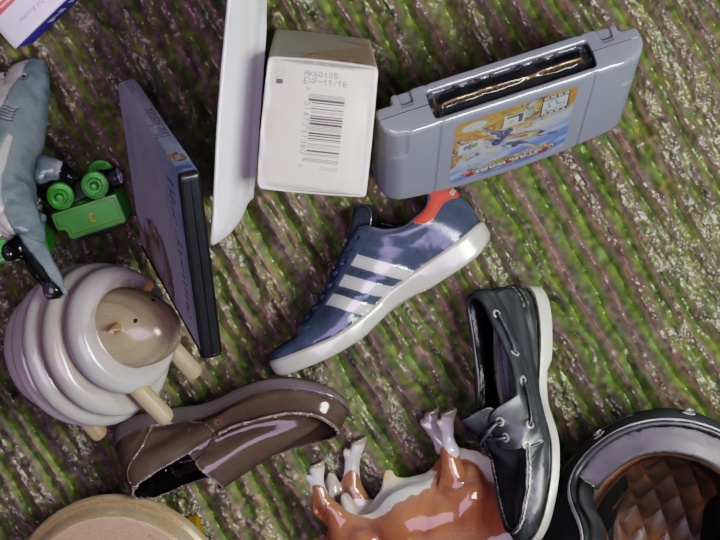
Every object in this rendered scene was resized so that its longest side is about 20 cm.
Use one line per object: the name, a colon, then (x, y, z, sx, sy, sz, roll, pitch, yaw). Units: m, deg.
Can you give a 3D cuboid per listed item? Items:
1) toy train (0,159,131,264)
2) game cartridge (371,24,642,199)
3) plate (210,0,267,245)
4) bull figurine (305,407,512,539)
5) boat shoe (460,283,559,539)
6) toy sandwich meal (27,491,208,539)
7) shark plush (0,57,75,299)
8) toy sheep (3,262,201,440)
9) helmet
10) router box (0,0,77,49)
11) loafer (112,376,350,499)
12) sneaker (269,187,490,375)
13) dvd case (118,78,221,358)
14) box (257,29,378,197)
toy train: (-0.275, -0.034, 1.513, 0.198, 0.042, 0.057, -17, 109, 10)
game cartridge: (0.105, -0.112, 1.396, 0.198, 0.133, 0.042, -19, 67, -7)
plate: (-0.088, -0.134, 1.391, 0.032, 0.200, 0.202, 3, 102, -4)
bull figurine: (0.055, 0.177, 1.503, 0.198, 0.065, 0.123, -22, 94, 8)
boat shoe: (0.107, 0.105, 1.437, 0.065, 0.074, 0.202, 9, 74, -24)
toy sandwich meal: (-0.190, 0.275, 1.552, 0.203, 0.070, 0.208, 1, 98, 5)
shark plush: (-0.256, -0.074, 1.444, 0.082, 0.201, 0.091, -16, 141, -8)
toy sheep: (-0.208, 0.060, 1.475, 0.199, 0.138, 0.139, -19, 100, 43)
helmet: (0.223, 0.207, 1.426, 0.198, 0.192, 0.201, 7, 138, 7)
router box: (-0.246, -0.302, 1.450, 0.200, 0.049, 0.180, -40, 95, 12)
loafer: (-0.099, 0.140, 1.500, 0.198, 0.073, 0.072, -16, 57, 18)
sneaker: (0.000, 0.000, 1.474, 0.199, 0.075, 0.085, -36, 91, 5)
dvd case: (-0.141, -0.041, 1.404, 0.017, 0.200, 0.144, -12, 118, -15)
box: (-0.031, -0.117, 1.381, 0.077, 0.200, 0.096, 5, 104, -2)
